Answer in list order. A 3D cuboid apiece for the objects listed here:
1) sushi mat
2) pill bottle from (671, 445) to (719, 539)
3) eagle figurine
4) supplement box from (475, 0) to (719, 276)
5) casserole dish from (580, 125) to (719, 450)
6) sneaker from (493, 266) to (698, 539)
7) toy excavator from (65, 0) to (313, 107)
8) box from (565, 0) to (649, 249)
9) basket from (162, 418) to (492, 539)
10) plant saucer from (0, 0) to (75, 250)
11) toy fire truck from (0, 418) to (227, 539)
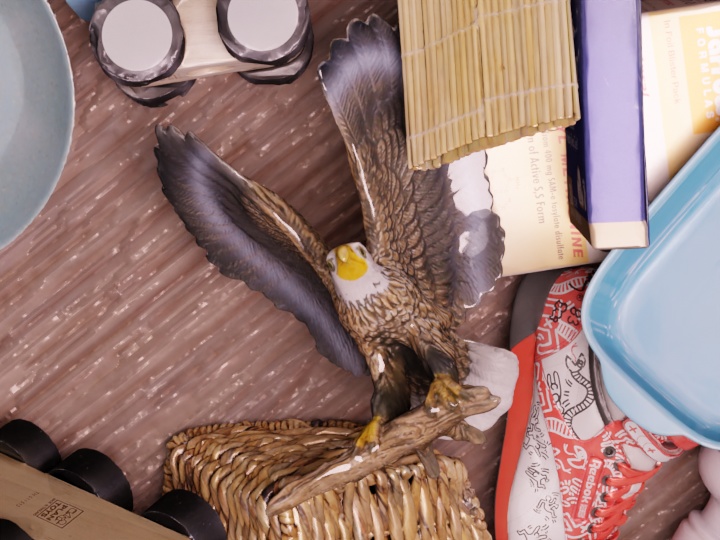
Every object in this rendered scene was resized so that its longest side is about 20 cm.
[{"bbox_3d":[0.056,-0.154,1.012,0.095,0.012,0.202,-14,72,37],"label":"sushi mat"},{"bbox_3d":[0.247,0.093,1.123,0.119,0.120,0.201,30,100,-4],"label":"pill bottle"},{"bbox_3d":[0.001,-0.003,1.053,0.151,0.151,0.201,-11,65,-24],"label":"eagle figurine"},{"bbox_3d":[0.101,-0.068,1.121,0.198,0.074,0.127,-9,100,2],"label":"supplement box"},{"bbox_3d":[0.199,-0.002,1.056,0.121,0.039,0.200,42,90,16],"label":"casserole dish"},{"bbox_3d":[0.133,0.101,1.131,0.107,0.067,0.203,7,99,38],"label":"sneaker"},{"bbox_3d":[-0.124,-0.188,1.104,0.193,0.100,0.202,-9,87,1],"label":"toy excavator"},{"bbox_3d":[0.114,-0.116,1.015,0.032,0.121,0.202,-1,96,1],"label":"box"},{"bbox_3d":[-0.015,0.184,1.173,0.142,0.149,0.202,-9,101,-31],"label":"basket"},{"bbox_3d":[-0.240,-0.098,1.130,0.199,0.039,0.203,3,106,11],"label":"plant saucer"},{"bbox_3d":[-0.166,0.211,1.143,0.175,0.129,0.201,19,127,29],"label":"toy fire truck"}]
